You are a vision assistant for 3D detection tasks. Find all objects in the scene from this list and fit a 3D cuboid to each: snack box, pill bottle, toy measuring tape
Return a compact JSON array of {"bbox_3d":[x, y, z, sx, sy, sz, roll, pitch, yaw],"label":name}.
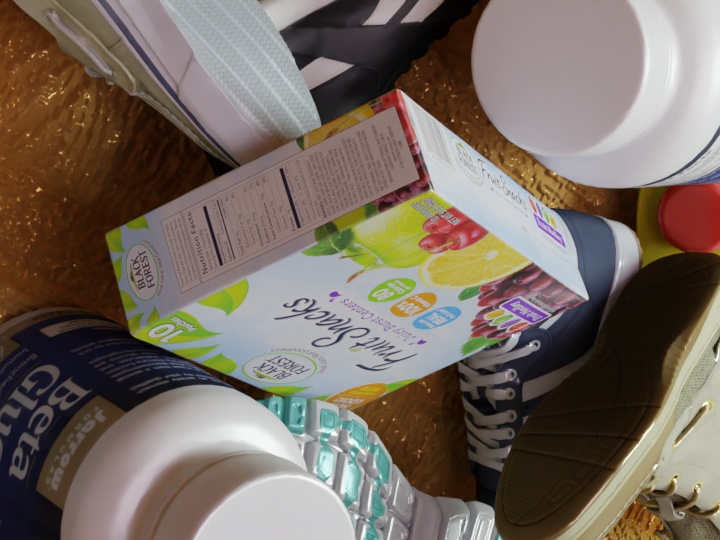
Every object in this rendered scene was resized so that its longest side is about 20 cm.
[{"bbox_3d":[0.000,0.000,0.911,0.142,0.053,0.200,-24,158,17],"label":"snack box"},{"bbox_3d":[0.131,-0.095,0.972,0.200,0.111,0.112,-6,109,-61],"label":"pill bottle"},{"bbox_3d":[-0.090,0.091,0.873,0.111,0.200,0.112,-11,110,-33],"label":"pill bottle"},{"bbox_3d":[0.182,0.001,1.119,0.073,0.073,0.201,-12,110,-32],"label":"toy measuring tape"}]

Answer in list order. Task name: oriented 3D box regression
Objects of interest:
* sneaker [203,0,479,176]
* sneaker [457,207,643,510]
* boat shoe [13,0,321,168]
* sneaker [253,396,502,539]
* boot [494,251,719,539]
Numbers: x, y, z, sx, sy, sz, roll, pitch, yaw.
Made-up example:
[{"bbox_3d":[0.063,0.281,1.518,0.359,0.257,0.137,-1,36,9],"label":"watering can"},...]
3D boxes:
[{"bbox_3d":[0.008,-0.102,0.973,0.199,0.073,0.112,-25,120,-18],"label":"sneaker"},{"bbox_3d":[0.071,0.061,1.060,0.108,0.070,0.201,17,87,-42],"label":"sneaker"},{"bbox_3d":[-0.097,-0.111,0.867,0.200,0.062,0.072,49,33,-11],"label":"boat shoe"},{"bbox_3d":[-0.014,0.123,1.007,0.200,0.091,0.078,39,57,-38],"label":"sneaker"},{"bbox_3d":[0.151,0.109,1.043,0.200,0.072,0.155,-52,129,-36],"label":"boot"}]
